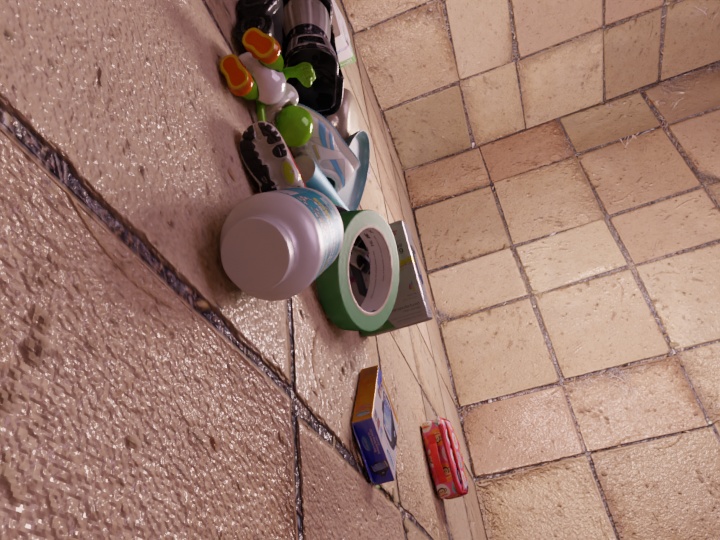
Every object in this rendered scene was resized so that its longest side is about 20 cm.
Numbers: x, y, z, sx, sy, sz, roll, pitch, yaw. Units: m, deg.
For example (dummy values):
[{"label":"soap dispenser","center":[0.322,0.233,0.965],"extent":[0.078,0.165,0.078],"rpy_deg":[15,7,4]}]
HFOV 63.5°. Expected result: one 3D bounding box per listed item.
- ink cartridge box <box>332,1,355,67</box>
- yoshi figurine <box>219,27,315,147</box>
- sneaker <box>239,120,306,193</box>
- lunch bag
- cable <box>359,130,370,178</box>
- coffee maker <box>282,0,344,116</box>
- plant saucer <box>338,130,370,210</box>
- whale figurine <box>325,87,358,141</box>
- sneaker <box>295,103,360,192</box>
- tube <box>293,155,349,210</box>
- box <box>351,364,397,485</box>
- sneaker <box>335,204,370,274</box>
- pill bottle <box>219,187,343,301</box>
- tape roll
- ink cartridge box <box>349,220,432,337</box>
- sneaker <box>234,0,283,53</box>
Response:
[{"label":"ink cartridge box","center":[-0.088,-0.703,1.709],"extent":[0.200,0.082,0.148],"rpy_deg":[8,66,-78]},{"label":"yoshi figurine","center":[-0.118,-0.246,0.845],"extent":[0.200,0.110,0.115],"rpy_deg":[44,46,-74]},{"label":"sneaker","center":[-0.098,-0.104,0.791],"extent":[0.085,0.076,0.204],"rpy_deg":[-70,143,-81]},{"label":"lunch bag","center":[0.218,0.493,1.531],"extent":[0.176,0.081,0.204],"rpy_deg":[44,29,-62]},{"label":"cable","center":[-0.030,-0.319,1.472],"extent":[0.200,0.068,0.204],"rpy_deg":[-20,93,-80]},{"label":"coffee maker","center":[-0.090,-0.378,1.077],"extent":[0.193,0.132,0.203],"rpy_deg":[61,16,-50]},{"label":"plant saucer","center":[-0.025,-0.191,1.207],"extent":[0.200,0.027,0.204],"rpy_deg":[17,89,-76]},{"label":"whale figurine","center":[-0.067,-0.280,1.216],"extent":[0.159,0.102,0.205],"rpy_deg":[29,69,-76]},{"label":"sneaker","center":[-0.081,-0.216,1.024],"extent":[0.076,0.082,0.200],"rpy_deg":[21,-16,50]},{"label":"tube","center":[-0.068,-0.136,1.030],"extent":[0.077,0.051,0.200],"rpy_deg":[30,-6,23]},{"label":"box","center":[0.027,0.260,0.979],"extent":[0.200,0.041,0.121],"rpy_deg":[-80,152,-72]},{"label":"sneaker","center":[-0.039,-0.062,1.069],"extent":[0.090,0.079,0.200],"rpy_deg":[34,-7,42]},{"label":"pill bottle","center":[-0.085,-0.032,0.640],"extent":[0.200,0.109,0.113],"rpy_deg":[-54,127,-76]},{"label":"tape roll","center":[0.000,0.000,0.985],"extent":[0.199,0.047,0.205],"rpy_deg":[2,87,-57]},{"label":"ink cartridge box","center":[0.050,0.019,1.175],"extent":[0.087,0.143,0.204],"rpy_deg":[23,52,-74]},{"label":"sneaker","center":[-0.158,-0.384,0.942],"extent":[0.092,0.074,0.203],"rpy_deg":[76,12,-46]}]
